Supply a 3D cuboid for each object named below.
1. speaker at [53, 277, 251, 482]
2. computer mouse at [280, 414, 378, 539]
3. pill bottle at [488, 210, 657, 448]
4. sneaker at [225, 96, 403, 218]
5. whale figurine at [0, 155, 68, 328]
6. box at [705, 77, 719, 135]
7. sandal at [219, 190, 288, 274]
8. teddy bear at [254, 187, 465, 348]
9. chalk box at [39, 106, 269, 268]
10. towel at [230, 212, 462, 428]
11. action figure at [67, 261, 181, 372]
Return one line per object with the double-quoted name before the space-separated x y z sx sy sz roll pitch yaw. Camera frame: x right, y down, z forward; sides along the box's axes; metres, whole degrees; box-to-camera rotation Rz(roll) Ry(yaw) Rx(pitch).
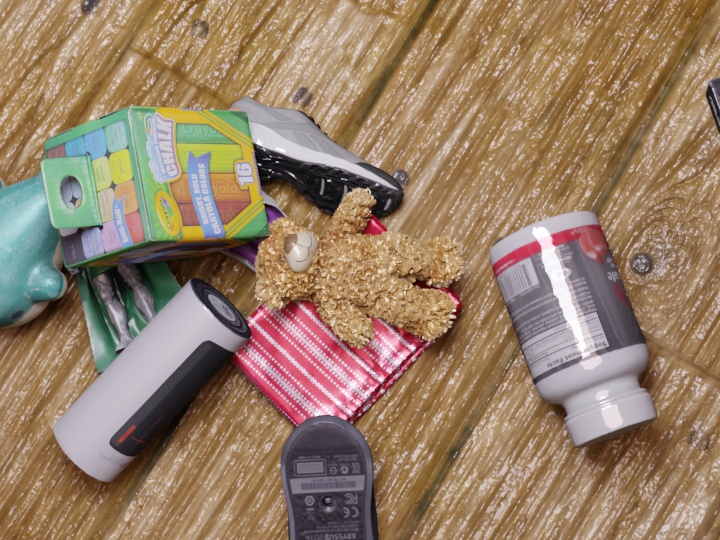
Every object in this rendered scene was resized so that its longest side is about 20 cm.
"speaker" -0.197 0.104 1.494 0.200 0.081 0.081 -45 78 10
"computer mouse" -0.033 0.233 1.489 0.137 0.053 0.202 2 94 4
"pill bottle" 0.200 0.056 1.463 0.110 0.111 0.202 -20 78 2
"sneaker" -0.047 -0.115 1.546 0.199 0.074 0.080 24 55 3
"whale figurine" -0.336 -0.036 1.519 0.200 0.103 0.160 -46 64 21
"box" 0.435 -0.107 1.501 0.159 0.044 0.202 -17 78 3
"sandal" -0.113 -0.046 1.549 0.202 0.050 0.083 33 84 10
"teddy bear" 0.000 0.000 1.478 0.199 0.067 0.146 28 86 2
"chalk box" -0.200 -0.075 1.444 0.123 0.199 0.126 -14 85 38
"towel" -0.017 0.055 1.520 0.145 0.022 0.200 45 87 0
"action figure" -0.250 -0.016 1.561 0.117 0.055 0.201 -28 73 4
